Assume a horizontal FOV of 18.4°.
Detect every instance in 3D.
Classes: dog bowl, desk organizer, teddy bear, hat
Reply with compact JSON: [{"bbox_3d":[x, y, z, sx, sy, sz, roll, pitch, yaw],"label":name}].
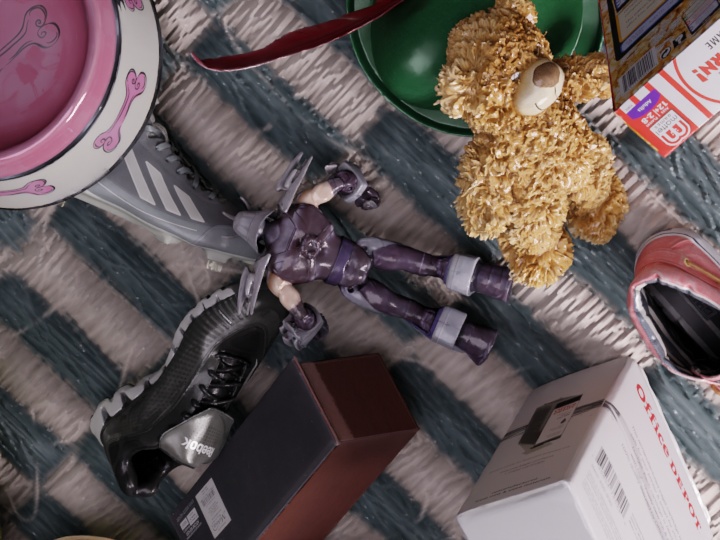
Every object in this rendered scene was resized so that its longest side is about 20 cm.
[{"bbox_3d":[-0.236,-0.144,1.471,0.200,0.074,0.201,-2,82,15],"label":"dog bowl"},{"bbox_3d":[-0.048,0.143,1.561,0.200,0.077,0.072,-52,56,40],"label":"desk organizer"},{"bbox_3d":[0.115,-0.075,1.397,0.145,0.067,0.200,-20,126,-21],"label":"teddy bear"},{"bbox_3d":[0.043,-0.136,1.380,0.200,0.176,0.166,-30,99,23],"label":"hat"}]

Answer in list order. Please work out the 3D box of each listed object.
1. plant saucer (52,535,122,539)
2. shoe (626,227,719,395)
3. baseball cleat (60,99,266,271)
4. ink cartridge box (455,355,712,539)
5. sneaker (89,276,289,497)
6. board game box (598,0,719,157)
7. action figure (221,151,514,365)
[{"bbox_3d":[-0.170,0.275,1.653,0.200,0.035,0.201,11,119,21],"label":"plant saucer"},{"bbox_3d":[0.248,0.063,1.441,0.200,0.091,0.071,47,114,-4],"label":"shoe"},{"bbox_3d":[-0.139,-0.073,1.515,0.200,0.070,0.107,21,95,-5],"label":"baseball cleat"},{"bbox_3d":[0.150,0.165,1.447,0.083,0.200,0.147,-21,102,25],"label":"ink cartridge box"},{"bbox_3d":[-0.111,0.089,1.547,0.066,0.091,0.200,23,126,-38],"label":"sneaker"},{"bbox_3d":[0.209,-0.175,1.306,0.046,0.200,0.151,38,117,-21],"label":"board game box"},{"bbox_3d":[0.000,0.000,1.490,0.200,0.069,0.130,21,96,-3],"label":"action figure"}]
